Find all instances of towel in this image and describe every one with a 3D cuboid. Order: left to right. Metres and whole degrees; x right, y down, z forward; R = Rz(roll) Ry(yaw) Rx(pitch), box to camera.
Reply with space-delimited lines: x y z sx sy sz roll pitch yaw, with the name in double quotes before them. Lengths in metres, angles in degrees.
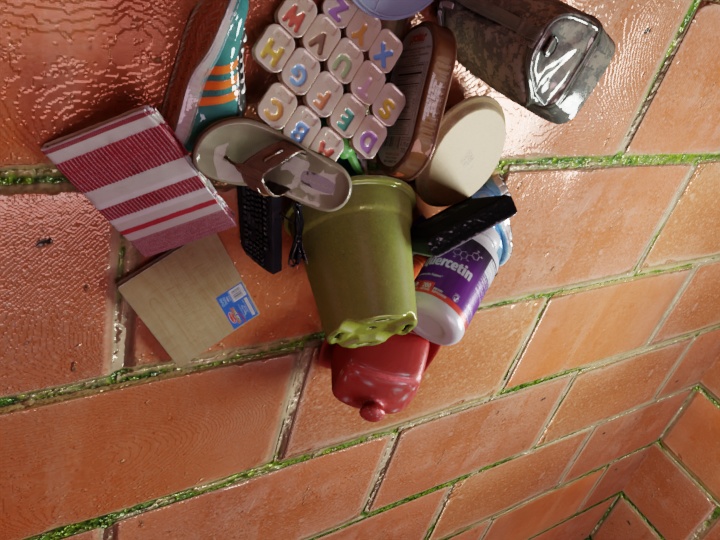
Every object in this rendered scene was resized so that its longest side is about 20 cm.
"towel" -0.252 -0.099 0.790 0.141 0.023 0.201 -17 141 12

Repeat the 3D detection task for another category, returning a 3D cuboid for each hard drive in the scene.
"hard drive" 0.138 -0.069 1.012 0.137 0.200 0.033 -28 97 -6

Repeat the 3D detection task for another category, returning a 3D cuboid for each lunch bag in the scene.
"lunch bag" 0.208 -0.306 0.884 0.166 0.200 0.141 17 113 -50

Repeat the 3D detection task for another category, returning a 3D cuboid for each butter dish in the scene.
"butter dish" 0.026 0.184 1.143 0.194 0.151 0.202 13 142 -8

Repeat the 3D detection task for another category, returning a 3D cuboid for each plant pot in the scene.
"plant pot" 0.000 0.000 0.937 0.195 0.189 0.201 -10 160 -4

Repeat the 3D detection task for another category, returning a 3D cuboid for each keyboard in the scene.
"keyboard" -0.119 -0.077 0.879 0.021 0.125 0.203 -40 147 -39

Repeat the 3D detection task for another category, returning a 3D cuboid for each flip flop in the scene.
"flip flop" -0.097 -0.115 0.778 0.196 0.058 0.082 20 110 -22

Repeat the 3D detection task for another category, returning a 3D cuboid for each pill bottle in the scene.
"pill bottle" 0.154 0.013 1.090 0.202 0.110 0.114 -56 149 -28

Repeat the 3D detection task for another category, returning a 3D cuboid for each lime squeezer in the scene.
"lime squeezer" -0.051 -0.166 0.862 0.196 0.070 0.039 22 72 -25

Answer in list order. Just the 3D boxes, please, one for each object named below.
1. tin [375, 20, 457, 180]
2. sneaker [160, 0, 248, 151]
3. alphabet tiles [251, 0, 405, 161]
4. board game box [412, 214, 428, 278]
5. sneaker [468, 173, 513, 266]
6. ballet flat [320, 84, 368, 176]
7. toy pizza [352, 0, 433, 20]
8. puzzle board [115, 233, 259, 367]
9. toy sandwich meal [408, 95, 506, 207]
"tin" 0.070 -0.223 0.880 0.041 0.111 0.205 10 96 -32
"sneaker" -0.161 -0.224 0.756 0.079 0.072 0.202 3 132 -41
"alphabet tiles" -0.032 -0.234 0.812 0.199 0.015 0.198 37 80 -28
"board game box" 0.072 0.016 1.180 0.200 0.045 0.134 -43 141 2
"sneaker" 0.222 -0.083 1.210 0.088 0.079 0.203 -16 134 -1
"ballet flat" -0.017 -0.177 0.921 0.071 0.072 0.202 -28 141 -15
"toy pizza" 0.048 -0.403 0.789 0.197 0.032 0.204 -23 134 -25
"puzzle board" -0.242 0.042 0.969 0.149 0.017 0.202 -34 141 -12
"toy sandwich meal" 0.139 -0.189 1.037 0.202 0.070 0.208 -26 139 -25
